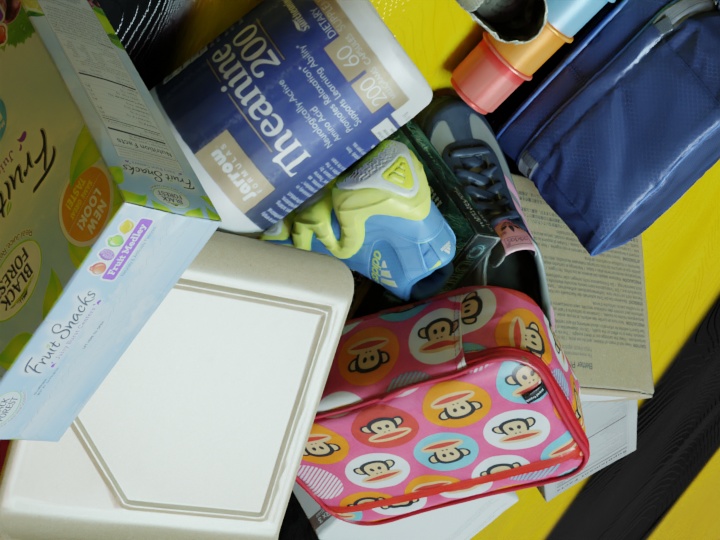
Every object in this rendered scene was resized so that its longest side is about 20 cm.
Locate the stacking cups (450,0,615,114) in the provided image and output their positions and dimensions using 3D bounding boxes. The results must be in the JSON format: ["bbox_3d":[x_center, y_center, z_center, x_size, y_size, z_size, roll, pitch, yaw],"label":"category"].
[{"bbox_3d":[0.138,-0.192,0.970,0.200,0.061,0.060,-42,147,22],"label":"stacking cups"}]

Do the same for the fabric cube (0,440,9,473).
[{"bbox_3d":[-0.227,0.193,1.015,0.196,0.200,0.200,-37,148,9],"label":"fabric cube"}]

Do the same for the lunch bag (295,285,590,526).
[{"bbox_3d":[0.048,0.101,0.957,0.199,0.082,0.176,-17,138,17],"label":"lunch bag"}]

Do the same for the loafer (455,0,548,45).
[{"bbox_3d":[0.071,-0.204,0.871,0.076,0.068,0.200,-40,147,11],"label":"loafer"}]

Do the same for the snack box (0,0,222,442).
[{"bbox_3d":[-0.176,-0.040,0.748,0.067,0.200,0.169,9,129,-47],"label":"snack box"}]

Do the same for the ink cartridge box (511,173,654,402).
[{"bbox_3d":[0.139,0.017,1.121,0.199,0.166,0.075,9,166,-42],"label":"ink cartridge box"}]

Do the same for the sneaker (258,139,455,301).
[{"bbox_3d":[-0.002,-0.017,0.950,0.076,0.105,0.200,-40,-171,-20],"label":"sneaker"}]

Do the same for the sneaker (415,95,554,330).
[{"bbox_3d":[0.094,-0.034,0.995,0.070,0.201,0.082,-16,175,-18],"label":"sneaker"}]

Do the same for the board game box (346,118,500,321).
[{"bbox_3d":[0.000,0.000,1.018,0.028,0.136,0.200,7,131,-47],"label":"board game box"}]

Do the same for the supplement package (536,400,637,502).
[{"bbox_3d":[0.189,0.114,1.360,0.113,0.110,0.200,-28,147,-9],"label":"supplement package"}]

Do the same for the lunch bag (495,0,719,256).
[{"bbox_3d":[0.203,-0.125,1.032,0.200,0.132,0.136,-47,166,25],"label":"lunch bag"}]

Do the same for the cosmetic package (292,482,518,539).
[{"bbox_3d":[0.035,0.174,1.177,0.113,0.081,0.200,-39,147,10],"label":"cosmetic package"}]

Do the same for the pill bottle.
[{"bbox_3d":[-0.064,-0.089,0.865,0.200,0.111,0.111,-37,148,6],"label":"pill bottle"}]

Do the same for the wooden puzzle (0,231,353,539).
[{"bbox_3d":[-0.110,0.073,0.844,0.184,0.037,0.201,11,98,-30],"label":"wooden puzzle"}]
